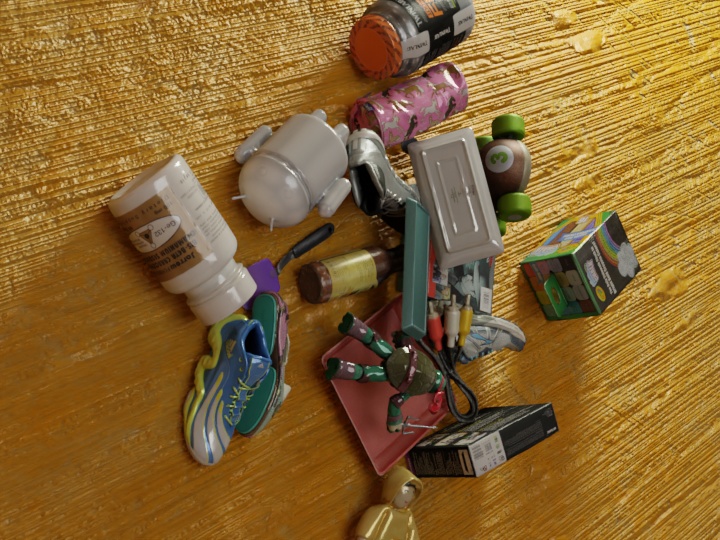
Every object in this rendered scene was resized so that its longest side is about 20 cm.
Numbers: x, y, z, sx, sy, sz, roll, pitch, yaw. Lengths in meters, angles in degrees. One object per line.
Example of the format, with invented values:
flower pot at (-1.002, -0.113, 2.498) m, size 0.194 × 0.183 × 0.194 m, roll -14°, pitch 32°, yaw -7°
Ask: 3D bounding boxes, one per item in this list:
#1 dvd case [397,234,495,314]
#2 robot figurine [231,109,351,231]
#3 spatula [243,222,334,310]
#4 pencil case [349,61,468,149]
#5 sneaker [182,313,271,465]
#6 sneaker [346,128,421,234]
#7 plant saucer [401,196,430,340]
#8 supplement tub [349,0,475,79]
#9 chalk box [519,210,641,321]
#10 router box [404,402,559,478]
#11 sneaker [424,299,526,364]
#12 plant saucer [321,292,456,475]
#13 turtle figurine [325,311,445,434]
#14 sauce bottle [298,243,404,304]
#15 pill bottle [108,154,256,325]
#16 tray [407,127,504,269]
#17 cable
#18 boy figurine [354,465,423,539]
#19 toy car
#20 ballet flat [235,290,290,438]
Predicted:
dvd case at (0.143, -0.015, 1.734) m, size 0.198 × 0.022 × 0.149 m, roll 16°, pitch 73°, yaw -36°
robot figurine at (-0.093, -0.138, 1.497) m, size 0.168 × 0.114 × 0.200 m, roll 31°, pitch 55°, yaw 14°
spatula at (-0.102, -0.017, 1.528) m, size 0.200 × 0.020 × 0.057 m, roll -41°, pitch 121°, yaw -39°
pencil case at (0.078, -0.256, 1.664) m, size 0.198 × 0.082 × 0.088 m, roll -27°, pitch 121°, yaw -30°
sneaker at (-0.171, 0.150, 1.390) m, size 0.075 × 0.104 × 0.204 m, roll 18°, pitch 71°, yaw -35°
sneaker at (0.029, -0.101, 1.583) m, size 0.201 × 0.074 × 0.117 m, roll 54°, pitch 26°, yaw -33°
plant saucer at (0.083, -0.003, 1.581) m, size 0.070 × 0.019 × 0.204 m, roll 34°, pitch 56°, yaw -60°
supplement tub at (0.080, -0.380, 1.678) m, size 0.199 × 0.122 × 0.124 m, roll -37°, pitch 106°, yaw -37°
chalk box at (0.370, 0.004, 1.854) m, size 0.199 × 0.123 × 0.126 m, roll -38°, pitch 107°, yaw -36°
router box at (0.185, 0.259, 1.638) m, size 0.198 × 0.148 × 0.052 m, roll -18°, pitch 93°, yaw -39°
sneaker at (0.177, 0.111, 1.715) m, size 0.197 × 0.077 × 0.088 m, roll 18°, pitch 78°, yaw -27°
plant saucer at (0.038, 0.167, 1.605) m, size 0.199 × 0.036 × 0.202 m, roll -36°, pitch 106°, yaw -38°
turtle figurine at (0.052, 0.143, 1.538) m, size 0.198 × 0.100 × 0.152 m, roll 26°, pitch 56°, yaw -23°
sauce bottle at (0.000, 0.000, 1.583) m, size 0.198 × 0.066 × 0.067 m, roll -14°, pitch 91°, yaw -38°
pill bottle at (-0.223, -0.035, 1.373) m, size 0.114 × 0.113 × 0.202 m, roll -45°, pitch 111°, yaw -35°
tray at (0.145, -0.112, 1.633) m, size 0.105 × 0.022 × 0.204 m, roll -14°, pitch 83°, yaw 1°
cable at (0.133, 0.138, 1.628) m, size 0.095 × 0.050 × 0.204 m, roll -9°, pitch 94°, yaw -16°
boy figurine at (0.045, 0.386, 1.545) m, size 0.123 × 0.064 × 0.203 m, roll 26°, pitch 76°, yaw -34°
toy car at (0.156, -0.156, 1.697) m, size 0.197 × 0.158 × 0.167 m, roll 6°, pitch 69°, yaw -21°
ballet flat at (-0.124, 0.131, 1.465) m, size 0.071 × 0.068 × 0.204 m, roll 29°, pitch 63°, yaw -56°
